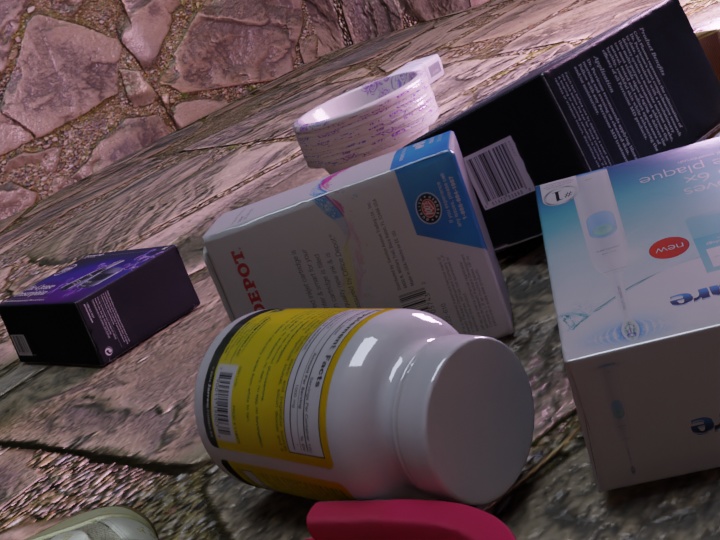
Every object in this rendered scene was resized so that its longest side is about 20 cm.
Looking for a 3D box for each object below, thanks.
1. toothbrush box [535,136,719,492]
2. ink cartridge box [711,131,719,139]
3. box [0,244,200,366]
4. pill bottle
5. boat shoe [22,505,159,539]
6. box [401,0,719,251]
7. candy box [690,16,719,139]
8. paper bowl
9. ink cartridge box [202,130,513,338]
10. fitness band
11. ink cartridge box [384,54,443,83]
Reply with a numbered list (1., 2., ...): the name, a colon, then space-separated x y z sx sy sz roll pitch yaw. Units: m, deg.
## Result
1. toothbrush box: 0.179 0.013 0.598 0.144 0.086 0.201 -14 28 13
2. ink cartridge box: 0.280 -0.084 0.809 0.200 0.047 0.197 -46 -4 23
3. box: -0.296 0.039 1.226 0.198 0.080 0.140 -4 21 48
4. pill bottle: -0.001 0.079 0.632 0.112 0.114 0.198 -33 20 -36
5. boat shoe: -0.204 0.195 0.606 0.198 0.074 0.063 -18 10 -15
6. box: 0.178 -0.120 0.959 0.195 0.125 0.199 -31 6 -35
7. candy box: 0.277 -0.162 1.040 0.055 0.117 0.198 -34 20 -37
8. paper bowl: 0.014 -0.190 1.502 0.198 0.106 0.201 -20 16 6
9. ink cartridge box: 0.000 0.000 0.826 0.197 0.147 0.085 -19 16 10
10. fitness band: -0.011 0.166 0.512 0.198 0.038 0.144 -11 22 38
11. ink cartridge box: 0.041 -0.350 2.091 0.197 0.048 0.160 -8 21 34
